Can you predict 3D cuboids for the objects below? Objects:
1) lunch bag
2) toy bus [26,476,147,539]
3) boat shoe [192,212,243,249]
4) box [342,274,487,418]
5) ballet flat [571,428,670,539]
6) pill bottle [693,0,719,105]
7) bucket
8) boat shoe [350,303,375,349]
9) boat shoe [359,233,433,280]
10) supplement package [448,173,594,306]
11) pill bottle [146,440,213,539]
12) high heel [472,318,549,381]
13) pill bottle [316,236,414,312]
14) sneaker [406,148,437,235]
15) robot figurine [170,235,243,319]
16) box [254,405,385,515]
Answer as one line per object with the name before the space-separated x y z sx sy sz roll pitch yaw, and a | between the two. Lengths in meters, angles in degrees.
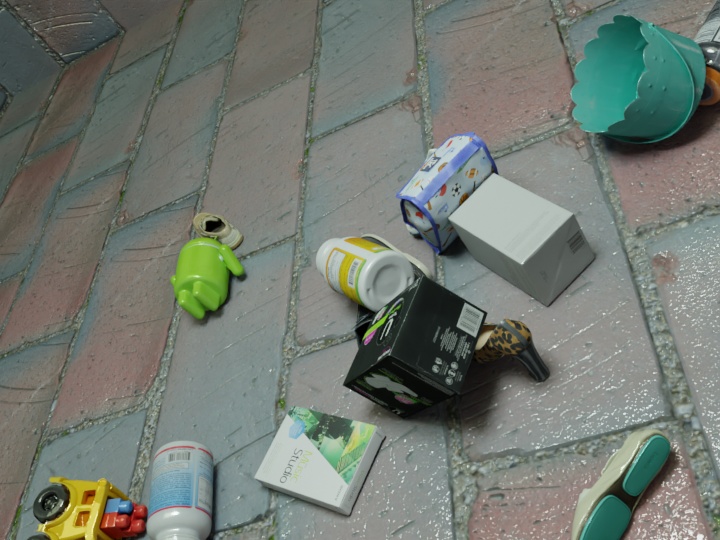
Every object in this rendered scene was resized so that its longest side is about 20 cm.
lunch bag | 0.157 -0.146 1.399 0.124 0.200 0.170 42 85 15
toy bus | -0.488 0.481 1.407 0.191 0.136 0.200 -6 51 13
boat shoe | -0.358 -0.109 1.883 0.072 0.065 0.200 -49 41 -11
box | 0.082 0.125 1.215 0.149 0.124 0.200 -65 10 -29
ballet flat | 0.325 0.286 1.003 0.200 0.070 0.069 -47 40 -12
pill bottle | 0.627 -0.380 1.343 0.106 0.106 0.200 16 65 45
bucket | 0.471 -0.319 1.320 0.207 0.134 0.208 -174 90 -73
boat shoe | 0.024 0.102 1.398 0.074 0.062 0.200 -27 40 17
boat shoe | 0.049 -0.011 1.474 0.063 0.073 0.200 -47 45 -13
supplement package | 0.268 -0.056 1.308 0.120 0.121 0.200 -45 41 -5
pill bottle | -0.310 0.405 1.338 0.109 0.109 0.200 -26 42 16
high heel | 0.194 0.091 1.211 0.200 0.143 0.071 24 70 47
pill bottle | 0.000 0.000 1.413 0.111 0.111 0.200 -49 32 -11
sneaker | 0.129 -0.157 1.548 0.072 0.073 0.200 -2 54 34
robot figurine | -0.352 0.009 1.730 0.175 0.116 0.200 -31 40 23
box | -0.070 0.311 1.296 0.200 0.036 0.145 5 57 39
